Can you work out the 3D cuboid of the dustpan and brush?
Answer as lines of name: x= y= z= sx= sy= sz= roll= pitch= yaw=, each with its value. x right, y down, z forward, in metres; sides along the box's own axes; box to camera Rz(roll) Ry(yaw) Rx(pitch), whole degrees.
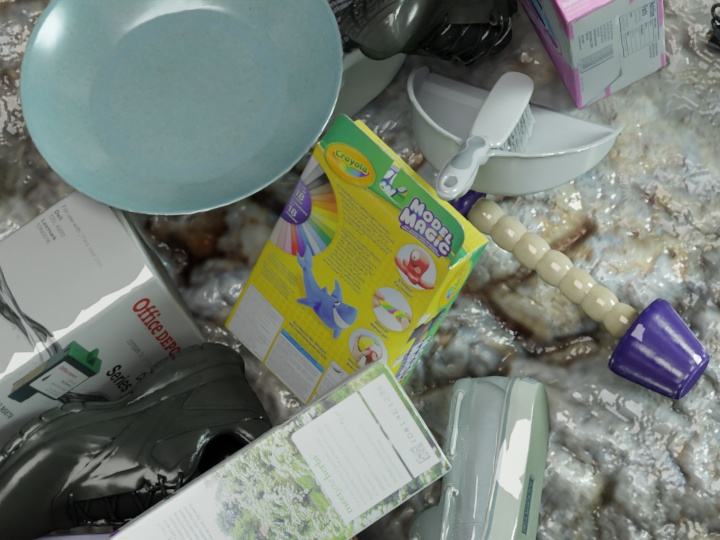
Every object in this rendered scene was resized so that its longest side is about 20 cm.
dustpan and brush: x=0.078 y=-0.078 z=1.712 sx=0.139 sy=0.057 sz=0.200 roll=18 pitch=38 yaw=11

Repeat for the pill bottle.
pill bottle: x=-0.066 y=-0.190 z=1.794 sx=0.106 sy=0.106 sz=0.200 roll=-36 pitch=75 yaw=-2

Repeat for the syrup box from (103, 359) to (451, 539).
syrup box: x=-0.052 y=0.140 z=1.644 sx=0.199 sy=0.081 sz=0.079 roll=-33 pitch=90 yaw=-8

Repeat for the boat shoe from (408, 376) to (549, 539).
boat shoe: x=0.067 y=0.162 z=1.718 sx=0.071 sy=0.070 sz=0.202 roll=6 pitch=73 yaw=19

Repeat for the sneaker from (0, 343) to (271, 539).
sneaker: x=-0.144 y=0.122 z=1.712 sx=0.199 sy=0.076 sz=0.091 roll=-29 pitch=59 yaw=-14

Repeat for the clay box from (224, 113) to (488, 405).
clay box: x=0.000 y=0.000 z=1.703 sx=0.115 sy=0.200 sz=0.048 roll=43 pitch=43 yaw=15

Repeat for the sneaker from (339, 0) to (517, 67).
sneaker: x=0.054 y=-0.166 z=1.737 sx=0.076 sy=0.200 sz=0.091 roll=-38 pitch=95 yaw=30

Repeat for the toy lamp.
toy lamp: x=0.132 y=0.008 z=1.748 sx=0.200 sy=0.058 sz=0.058 roll=38 pitch=84 yaw=17

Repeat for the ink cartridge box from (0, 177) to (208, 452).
ink cartridge box: x=-0.208 y=0.049 z=1.732 sx=0.199 sy=0.146 sz=0.085 roll=-34 pitch=69 yaw=-1

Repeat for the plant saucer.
plant saucer: x=-0.107 y=-0.114 z=1.704 sx=0.199 sy=0.039 sz=0.202 roll=-3 pitch=63 yaw=5

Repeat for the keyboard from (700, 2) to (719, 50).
keyboard: x=0.302 y=-0.153 z=1.782 sx=0.127 sy=0.021 sz=0.200 roll=-42 pitch=74 yaw=-4

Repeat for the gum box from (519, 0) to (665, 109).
gum box: x=0.133 y=-0.187 z=1.718 sx=0.066 sy=0.200 sz=0.114 roll=-27 pitch=76 yaw=0

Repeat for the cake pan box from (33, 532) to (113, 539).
cake pan box: x=-0.185 y=0.264 z=1.731 sx=0.183 sy=0.052 sz=0.201 roll=-6 pitch=76 yaw=8

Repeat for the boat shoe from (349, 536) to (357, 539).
boat shoe: x=0.004 y=0.219 z=1.710 sx=0.067 sy=0.072 sz=0.201 roll=-14 pitch=72 yaw=-14
